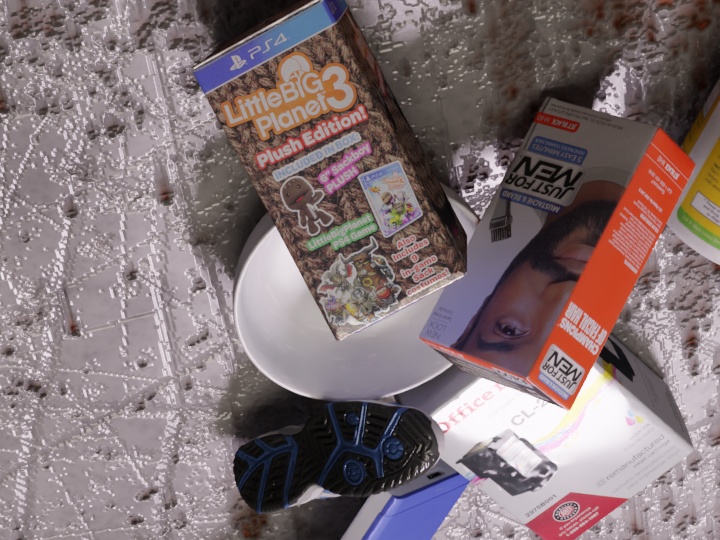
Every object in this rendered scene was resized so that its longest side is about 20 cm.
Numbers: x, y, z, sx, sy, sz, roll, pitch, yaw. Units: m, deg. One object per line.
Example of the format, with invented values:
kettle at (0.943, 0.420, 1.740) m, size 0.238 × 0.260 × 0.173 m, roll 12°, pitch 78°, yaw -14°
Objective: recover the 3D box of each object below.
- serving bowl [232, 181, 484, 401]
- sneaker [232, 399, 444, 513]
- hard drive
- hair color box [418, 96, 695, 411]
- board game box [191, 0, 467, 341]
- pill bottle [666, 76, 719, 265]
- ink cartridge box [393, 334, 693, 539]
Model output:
serving bowl at (0.000, 0.000, 1.755) m, size 0.198 × 0.066 × 0.201 m, roll -7°, pitch 128°, yaw -8°
sneaker at (-0.008, 0.133, 1.812) m, size 0.199 × 0.076 × 0.077 m, roll -13°, pitch -178°, yaw 44°
hard drive at (0.010, 0.232, 1.919) m, size 0.132 × 0.025 × 0.201 m, roll -16°, pitch 143°, yaw -55°
hair color box at (0.139, -0.014, 1.687) m, size 0.064 × 0.111 × 0.201 m, roll 36°, pitch 78°, yaw -45°
board game box at (-0.016, -0.075, 1.582) m, size 0.096 × 0.159 × 0.201 m, roll -27°, pitch 98°, yaw 7°
pill bottle at (0.303, -0.106, 1.718) m, size 0.110 × 0.111 × 0.201 m, roll 12°, pitch 124°, yaw -22°
ink cartridge box at (0.139, 0.107, 1.861) m, size 0.145 × 0.083 × 0.200 m, roll -39°, pitch 127°, yaw 17°
